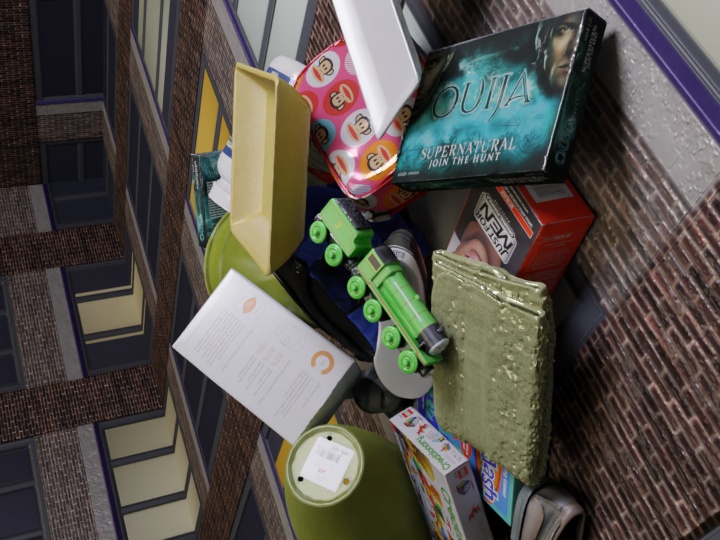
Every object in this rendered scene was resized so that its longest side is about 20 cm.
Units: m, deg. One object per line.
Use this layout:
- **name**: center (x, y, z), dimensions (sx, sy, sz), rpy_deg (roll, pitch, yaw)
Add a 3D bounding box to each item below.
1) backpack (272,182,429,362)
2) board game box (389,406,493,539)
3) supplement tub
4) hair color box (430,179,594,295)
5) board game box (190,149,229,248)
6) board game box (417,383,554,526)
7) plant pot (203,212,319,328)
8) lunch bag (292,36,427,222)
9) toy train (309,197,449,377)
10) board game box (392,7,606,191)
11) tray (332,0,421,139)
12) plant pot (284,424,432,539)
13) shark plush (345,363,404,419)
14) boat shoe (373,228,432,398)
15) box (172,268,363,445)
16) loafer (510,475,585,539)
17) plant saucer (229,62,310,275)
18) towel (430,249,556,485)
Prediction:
- **backpack**: center (0.000, 0.000, 1.022), dimensions (0.201, 0.167, 0.162), rpy_deg (55, 171, -25)
- **board game box**: center (0.100, 0.264, 0.967), dimensions (0.126, 0.034, 0.202), rpy_deg (35, 148, 59)
- **supplement tub**: center (-0.094, -0.153, 1.105), dimensions (0.202, 0.144, 0.145), rpy_deg (-59, 32, 5)
- **hair color box**: center (0.136, -0.012, 0.819), dimensions (0.201, 0.060, 0.102), rpy_deg (106, 146, -47)
- **board game box**: center (-0.160, -0.120, 1.300), dimensions (0.028, 0.198, 0.137), rpy_deg (12, 111, 46)
- **board game box**: center (0.126, 0.149, 0.924), dimensions (0.200, 0.044, 0.154), rpy_deg (-144, 49, -58)
- **plant pot**: center (-0.092, 0.002, 1.224), dimensions (0.192, 0.198, 0.204), rpy_deg (12, 110, 53)
- **lunch bag**: center (0.011, -0.158, 0.918), dimensions (0.082, 0.175, 0.201), rpy_deg (37, -158, -56)
- **toy train**: center (0.019, 0.012, 0.837), dimensions (0.056, 0.041, 0.201), rpy_deg (-48, 67, 30)
- **board game box**: center (0.111, -0.139, 0.742), dimensions (0.199, 0.028, 0.137), rpy_deg (3, 75, 56)
- **tray**: center (0.013, -0.237, 0.811), dimensions (0.107, 0.022, 0.203), rpy_deg (133, 123, -63)
- **plant pot**: center (-0.017, 0.262, 1.030), dimensions (0.188, 0.185, 0.201), rpy_deg (64, 180, 34)
- **shark plush**: center (-0.001, 0.152, 1.172), dimensions (0.200, 0.082, 0.092), rpy_deg (-154, 58, -63)
- **boat shoe**: center (0.052, 0.050, 0.934), dimensions (0.064, 0.070, 0.202), rpy_deg (-66, -24, -51)
- **box**: center (-0.113, 0.113, 1.084), dimensions (0.199, 0.125, 0.098), rpy_deg (36, 172, 15)
- **loafer**: center (0.180, 0.302, 0.830), dimensions (0.063, 0.071, 0.203), rpy_deg (22, 117, 57)
- **plant saucer**: center (-0.099, -0.118, 0.948), dimensions (0.200, 0.048, 0.203), rpy_deg (-139, 51, -64)
- **towel**: center (0.120, 0.087, 0.795), dimensions (0.148, 0.036, 0.203), rpy_deg (27, 128, 48)
